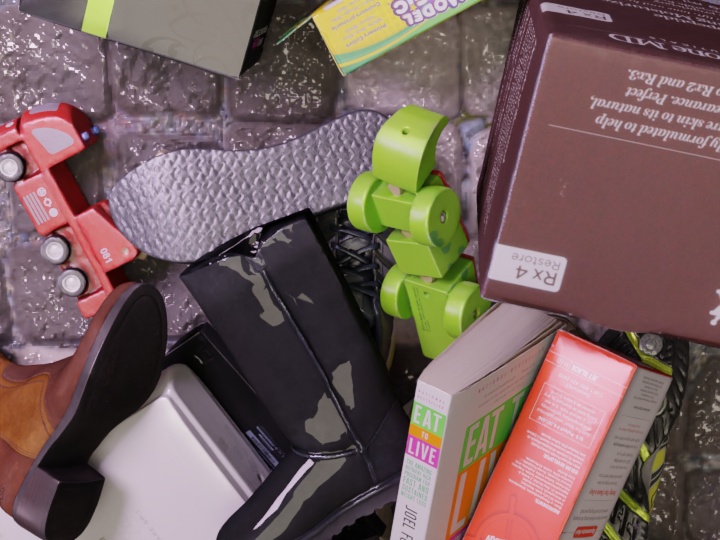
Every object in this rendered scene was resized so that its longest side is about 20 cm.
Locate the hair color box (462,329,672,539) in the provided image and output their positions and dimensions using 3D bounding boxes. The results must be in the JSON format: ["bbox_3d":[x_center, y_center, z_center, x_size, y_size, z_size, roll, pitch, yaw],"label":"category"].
[{"bbox_3d":[0.127,0.145,0.907,0.061,0.101,0.201,25,92,27],"label":"hair color box"}]

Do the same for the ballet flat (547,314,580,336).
[{"bbox_3d":[0.119,0.130,1.003,0.067,0.046,0.201,15,104,-3],"label":"ballet flat"}]

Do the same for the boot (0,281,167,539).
[{"bbox_3d":[-0.236,0.065,0.963,0.200,0.068,0.189,28,104,34],"label":"boot"}]

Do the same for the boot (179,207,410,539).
[{"bbox_3d":[-0.061,0.081,0.896,0.164,0.066,0.201,-30,111,-8],"label":"boot"}]

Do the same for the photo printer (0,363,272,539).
[{"bbox_3d":[-0.163,0.181,1.002,0.200,0.069,0.167,-31,103,18],"label":"photo printer"}]

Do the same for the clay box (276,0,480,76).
[{"bbox_3d":[0.044,-0.184,0.893,0.199,0.115,0.048,-29,102,9],"label":"clay box"}]

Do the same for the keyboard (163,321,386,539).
[{"bbox_3d":[-0.052,0.116,0.990,0.200,0.021,0.127,49,137,-9],"label":"keyboard"}]

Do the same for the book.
[{"bbox_3d":[0.066,0.134,0.903,0.048,0.133,0.201,24,122,27],"label":"book"}]

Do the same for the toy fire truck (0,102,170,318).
[{"bbox_3d":[-0.154,-0.038,0.969,0.141,0.049,0.201,-25,101,7],"label":"toy fire truck"}]

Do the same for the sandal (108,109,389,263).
[{"bbox_3d":[-0.067,-0.052,0.924,0.199,0.043,0.076,-12,89,0],"label":"sandal"}]

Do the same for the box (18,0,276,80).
[{"bbox_3d":[-0.113,-0.242,0.880,0.148,0.124,0.201,16,103,-2],"label":"box"}]

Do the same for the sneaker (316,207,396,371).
[{"bbox_3d":[0.000,0.000,0.957,0.073,0.081,0.201,0,104,1],"label":"sneaker"}]

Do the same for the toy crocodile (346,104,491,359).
[{"bbox_3d":[0.046,-0.015,0.900,0.067,0.062,0.201,14,138,37],"label":"toy crocodile"}]

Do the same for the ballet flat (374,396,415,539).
[{"bbox_3d":[0.043,0.147,1.004,0.067,0.068,0.201,13,104,27],"label":"ballet flat"}]

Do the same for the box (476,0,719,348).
[{"bbox_3d":[0.169,-0.077,0.863,0.165,0.200,0.165,12,113,-2],"label":"box"}]

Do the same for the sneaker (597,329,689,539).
[{"bbox_3d":[0.184,0.122,0.990,0.075,0.076,0.201,16,86,10],"label":"sneaker"}]
